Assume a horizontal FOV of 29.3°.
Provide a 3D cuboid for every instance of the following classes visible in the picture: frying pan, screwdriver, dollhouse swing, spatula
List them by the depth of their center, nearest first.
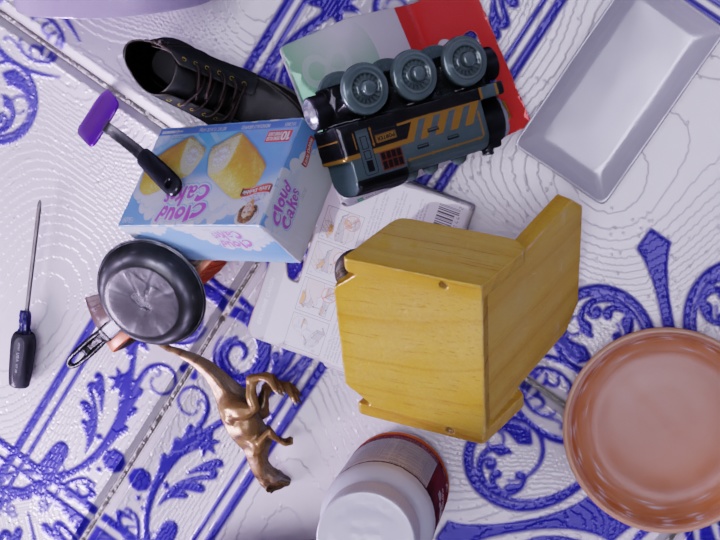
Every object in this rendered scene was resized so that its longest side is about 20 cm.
[{"bbox_3d":[0.095,0.022,1.280,0.180,0.176,0.201,12,136,19],"label":"dollhouse swing"},{"bbox_3d":[-0.224,-0.122,1.344,0.200,0.020,0.057,39,98,40],"label":"spatula"},{"bbox_3d":[-0.239,0.034,1.349,0.189,0.031,0.116,-15,110,21],"label":"frying pan"},{"bbox_3d":[-0.350,0.025,1.441,0.029,0.028,0.202,9,97,38],"label":"screwdriver"}]

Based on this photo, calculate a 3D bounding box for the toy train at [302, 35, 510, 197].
[{"bbox_3d":[0.045,-0.141,1.249,0.199,0.085,0.115,-18,98,-23],"label":"toy train"}]

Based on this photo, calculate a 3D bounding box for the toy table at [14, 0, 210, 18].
[{"bbox_3d":[-0.244,-0.313,1.317,0.198,0.184,0.118,-5,113,2],"label":"toy table"}]

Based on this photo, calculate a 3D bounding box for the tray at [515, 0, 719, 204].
[{"bbox_3d":[0.245,-0.174,1.307,0.107,0.022,0.201,33,101,-4],"label":"tray"}]

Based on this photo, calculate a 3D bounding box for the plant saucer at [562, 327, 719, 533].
[{"bbox_3d":[0.297,0.153,1.335,0.198,0.037,0.202,1,97,11],"label":"plant saucer"}]

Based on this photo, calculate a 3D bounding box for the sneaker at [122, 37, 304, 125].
[{"bbox_3d":[-0.137,-0.164,1.338,0.199,0.106,0.075,25,100,6],"label":"sneaker"}]

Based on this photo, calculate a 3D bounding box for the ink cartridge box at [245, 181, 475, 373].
[{"bbox_3d":[0.000,0.000,1.365,0.175,0.045,0.202,20,99,6],"label":"ink cartridge box"}]

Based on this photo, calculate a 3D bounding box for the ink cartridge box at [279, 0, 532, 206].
[{"bbox_3d":[0.043,-0.173,1.310,0.199,0.050,0.162,-23,85,4],"label":"ink cartridge box"}]

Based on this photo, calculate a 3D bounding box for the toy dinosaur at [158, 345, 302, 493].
[{"bbox_3d":[-0.123,0.135,1.396,0.106,0.060,0.201,-32,90,14],"label":"toy dinosaur"}]

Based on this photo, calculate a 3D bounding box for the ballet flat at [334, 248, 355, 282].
[{"bbox_3d":[0.073,0.004,1.302,0.198,0.046,0.068,0,106,-18],"label":"ballet flat"}]

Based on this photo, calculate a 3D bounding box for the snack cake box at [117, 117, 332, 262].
[{"bbox_3d":[-0.125,-0.074,1.299,0.199,0.067,0.116,1,61,41],"label":"snack cake box"}]

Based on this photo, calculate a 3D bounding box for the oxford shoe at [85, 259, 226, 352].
[{"bbox_3d":[-0.198,-0.003,1.388,0.200,0.071,0.073,-39,85,13],"label":"oxford shoe"}]

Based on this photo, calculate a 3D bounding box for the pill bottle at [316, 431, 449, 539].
[{"bbox_3d":[0.022,0.227,1.309,0.109,0.200,0.111,1,97,10],"label":"pill bottle"}]
